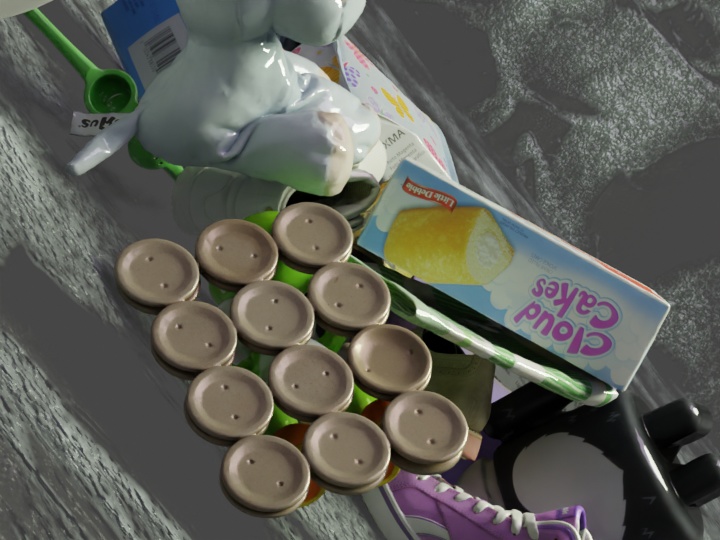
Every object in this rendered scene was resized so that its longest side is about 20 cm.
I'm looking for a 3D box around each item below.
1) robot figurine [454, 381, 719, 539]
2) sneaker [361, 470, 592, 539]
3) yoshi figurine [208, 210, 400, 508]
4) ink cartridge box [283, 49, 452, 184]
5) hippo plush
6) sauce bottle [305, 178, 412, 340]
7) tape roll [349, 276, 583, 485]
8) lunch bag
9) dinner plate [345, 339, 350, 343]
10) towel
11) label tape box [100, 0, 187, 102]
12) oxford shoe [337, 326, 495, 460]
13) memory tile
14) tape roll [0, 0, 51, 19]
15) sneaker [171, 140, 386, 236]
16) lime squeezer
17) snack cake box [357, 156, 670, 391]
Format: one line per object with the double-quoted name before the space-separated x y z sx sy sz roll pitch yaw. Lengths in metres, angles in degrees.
"robot figurine" 0.155 0.158 1.542 0.125 0.200 0.150 53 16 -36
"sneaker" 0.083 0.164 1.457 0.201 0.114 0.073 54 12 13
"yoshi figurine" -0.043 0.038 1.352 0.112 0.112 0.200 34 17 -42
"ink cartridge box" -0.004 -0.113 1.735 0.200 0.057 0.163 57 -7 -10
"hippo plush" -0.076 -0.151 1.423 0.199 0.161 0.159 6 24 -8
"sauce bottle" 0.000 0.000 1.583 0.066 0.066 0.200 51 38 -9
"tape roll" 0.094 0.079 1.687 0.200 0.085 0.200 30 33 -21
"lunch bag" -0.010 -0.113 1.954 0.170 0.127 0.200 43 24 -34
"dinner plate" 0.045 0.090 1.789 0.200 0.024 0.200 50 9 -12
"towel" 0.060 0.031 1.462 0.200 0.023 0.152 27 4 -41
"label tape box" -0.098 -0.106 1.651 0.200 0.066 0.143 50 7 -36
"oxford shoe" 0.038 0.072 1.538 0.071 0.074 0.200 25 -1 -30
"memory tile" -0.040 0.047 1.290 0.200 0.153 0.017 59 -28 31
"tape roll" -0.228 -0.258 1.262 0.203 0.202 0.139 42 15 -44
"sneaker" -0.020 -0.055 1.547 0.200 0.115 0.074 -21 111 -48
"lime squeezer" -0.157 -0.108 1.530 0.200 0.038 0.071 48 11 -19
"snack cake box" 0.100 -0.001 1.500 0.200 0.067 0.115 29 3 1
